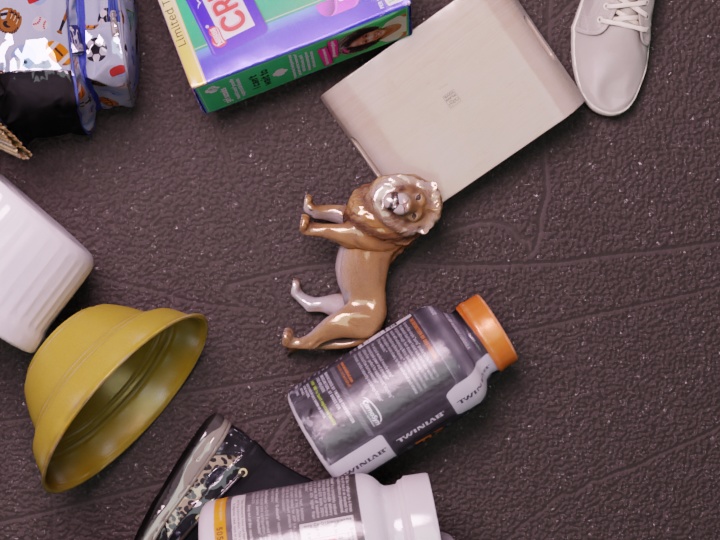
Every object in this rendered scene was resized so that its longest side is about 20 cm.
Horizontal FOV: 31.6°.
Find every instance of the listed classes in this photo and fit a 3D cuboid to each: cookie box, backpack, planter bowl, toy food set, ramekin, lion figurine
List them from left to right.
[{"bbox_3d":[-0.322,-0.030,1.082,0.200,0.200,0.098,42,84,-6],"label":"ramekin"},{"bbox_3d":[-0.264,-0.216,1.075,0.153,0.200,0.191,-12,86,-13],"label":"backpack"},{"bbox_3d":[-0.230,0.091,1.108,0.083,0.200,0.201,40,92,13],"label":"planter bowl"},{"bbox_3d":[-0.077,-0.253,1.108,0.199,0.075,0.172,-22,76,-1],"label":"cookie box"},{"bbox_3d":[0.000,0.000,1.156,0.122,0.073,0.201,10,117,-2],"label":"lion figurine"},{"bbox_3d":[0.084,-0.157,1.164,0.200,0.060,0.144,-35,96,9],"label":"toy food set"}]

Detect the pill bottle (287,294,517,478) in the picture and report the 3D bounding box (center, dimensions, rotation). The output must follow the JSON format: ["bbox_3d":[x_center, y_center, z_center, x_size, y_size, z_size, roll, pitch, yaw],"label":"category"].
[{"bbox_3d":[0.042,0.103,1.154,0.200,0.106,0.106,-32,96,1],"label":"pill bottle"}]

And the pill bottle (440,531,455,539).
[{"bbox_3d":[0.080,0.354,1.176,0.111,0.111,0.201,-26,95,0],"label":"pill bottle"}]

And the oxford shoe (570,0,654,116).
[{"bbox_3d":[0.237,-0.242,1.159,0.075,0.058,0.201,8,96,-6],"label":"oxford shoe"}]

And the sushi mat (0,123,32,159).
[{"bbox_3d":[-0.367,-0.143,1.068,0.200,0.096,0.012,21,72,32],"label":"sushi mat"}]

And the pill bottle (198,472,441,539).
[{"bbox_3d":[-0.031,0.237,1.087,0.199,0.116,0.117,-10,96,0],"label":"pill bottle"}]

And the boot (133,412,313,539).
[{"bbox_3d":[-0.124,0.252,1.177,0.153,0.073,0.204,30,94,-8],"label":"boot"}]
